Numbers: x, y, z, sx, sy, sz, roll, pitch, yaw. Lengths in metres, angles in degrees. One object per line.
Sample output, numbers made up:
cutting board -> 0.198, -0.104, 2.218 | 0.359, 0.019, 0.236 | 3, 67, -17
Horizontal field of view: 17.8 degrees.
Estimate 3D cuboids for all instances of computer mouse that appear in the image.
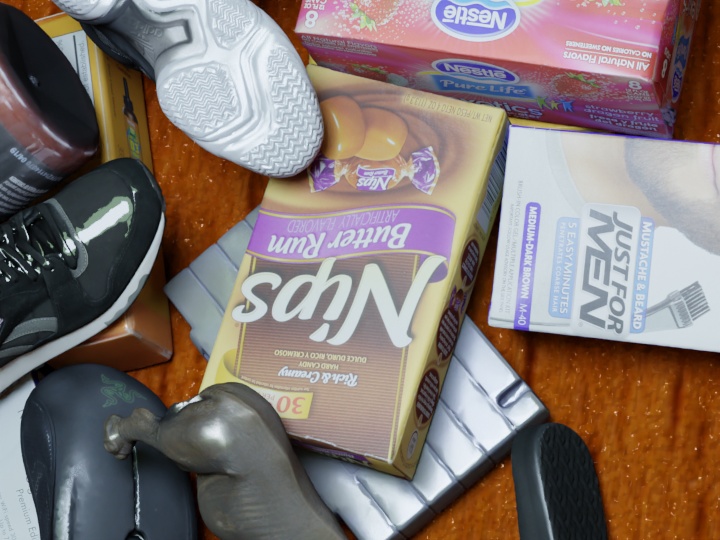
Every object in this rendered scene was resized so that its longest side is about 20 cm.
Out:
computer mouse -> -0.122, 0.132, 1.233 | 0.138, 0.053, 0.201 | 0, 61, -32

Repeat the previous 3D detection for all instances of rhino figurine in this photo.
rhino figurine -> -0.045, 0.141, 1.200 | 0.087, 0.060, 0.200 | -19, 112, 37

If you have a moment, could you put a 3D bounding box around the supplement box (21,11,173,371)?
supplement box -> -0.157, -0.044, 1.318 | 0.069, 0.067, 0.201 | -11, 71, 15

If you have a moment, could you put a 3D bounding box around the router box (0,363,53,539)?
router box -> -0.254, 0.107, 1.308 | 0.179, 0.049, 0.201 | -25, 70, 6

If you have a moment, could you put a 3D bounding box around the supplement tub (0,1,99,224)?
supplement tub -> -0.249, -0.054, 1.264 | 0.200, 0.107, 0.107 | -33, 69, 15

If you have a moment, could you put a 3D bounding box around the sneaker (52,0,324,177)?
sneaker -> -0.091, -0.124, 1.260 | 0.200, 0.114, 0.076 | 43, 92, 9

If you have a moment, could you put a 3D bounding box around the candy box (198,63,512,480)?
candy box -> 0.000, 0.000, 1.238 | 0.116, 0.056, 0.201 | 14, 80, 17

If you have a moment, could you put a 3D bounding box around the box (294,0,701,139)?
box -> 0.077, -0.143, 1.238 | 0.199, 0.095, 0.100 | 10, 77, 17

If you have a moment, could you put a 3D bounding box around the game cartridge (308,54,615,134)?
game cartridge -> 0.059, -0.165, 1.319 | 0.175, 0.032, 0.201 | -1, 72, 14

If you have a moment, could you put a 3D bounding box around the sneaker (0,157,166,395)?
sneaker -> -0.192, 0.012, 1.230 | 0.200, 0.088, 0.076 | -42, 64, 10

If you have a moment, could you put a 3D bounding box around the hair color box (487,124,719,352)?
hair color box -> 0.174, -0.013, 1.215 | 0.199, 0.065, 0.110 | 6, 90, 14

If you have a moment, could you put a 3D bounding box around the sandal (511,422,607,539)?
sandal -> 0.101, 0.180, 1.194 | 0.048, 0.075, 0.201 | -21, 60, 34

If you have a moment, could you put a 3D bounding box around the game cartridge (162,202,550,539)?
game cartridge -> -0.006, 0.046, 1.272 | 0.130, 0.038, 0.200 | -41, 69, 4
